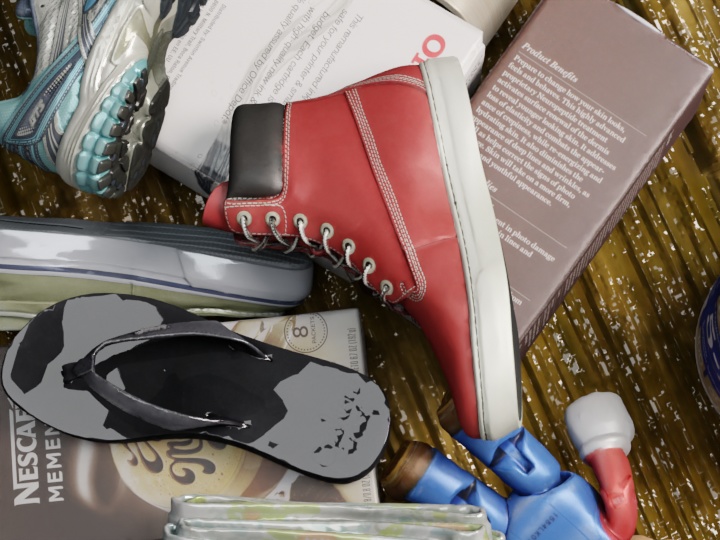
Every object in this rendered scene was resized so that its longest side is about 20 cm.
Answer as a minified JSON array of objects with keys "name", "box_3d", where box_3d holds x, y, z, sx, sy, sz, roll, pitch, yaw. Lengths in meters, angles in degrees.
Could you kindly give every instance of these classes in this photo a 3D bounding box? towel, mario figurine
[{"name":"towel","box_3d":[-0.015,0.208,1.037,0.170,0.048,0.201,3,109,6]},{"name":"mario figurine","box_3d":[0.108,0.142,1.069,0.200,0.123,0.106,41,43,-1]}]

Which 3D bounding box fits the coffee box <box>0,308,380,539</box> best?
[{"name":"coffee box","box_3d":[-0.092,0.091,1.087,0.199,0.080,0.114,-6,78,1]}]

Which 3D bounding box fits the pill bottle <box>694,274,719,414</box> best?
[{"name":"pill bottle","box_3d":[0.236,0.022,1.027,0.119,0.200,0.120,-1,77,3]}]

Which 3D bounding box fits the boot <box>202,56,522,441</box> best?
[{"name":"boot","box_3d":[0.000,0.000,1.025,0.144,0.072,0.201,-13,69,0]}]

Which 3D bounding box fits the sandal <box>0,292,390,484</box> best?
[{"name":"sandal","box_3d":[-0.082,0.054,1.032,0.199,0.043,0.076,9,76,5]}]

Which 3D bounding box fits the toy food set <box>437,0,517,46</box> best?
[{"name":"toy food set","box_3d":[0.020,-0.228,1.173,0.200,0.060,0.144,32,69,8]}]

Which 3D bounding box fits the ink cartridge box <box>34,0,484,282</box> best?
[{"name":"ink cartridge box","box_3d":[-0.051,-0.107,1.128,0.200,0.084,0.145,31,82,9]}]

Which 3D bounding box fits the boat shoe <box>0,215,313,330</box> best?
[{"name":"boat shoe","box_3d":[-0.124,0.009,1.123,0.199,0.072,0.062,6,102,7]}]

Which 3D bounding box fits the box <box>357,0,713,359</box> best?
[{"name":"box","box_3d":[0.092,-0.049,1.116,0.100,0.075,0.200,35,83,10]}]

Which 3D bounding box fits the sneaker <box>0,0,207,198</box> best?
[{"name":"sneaker","box_3d":[-0.131,-0.143,1.060,0.086,0.078,0.201,18,79,12]}]
